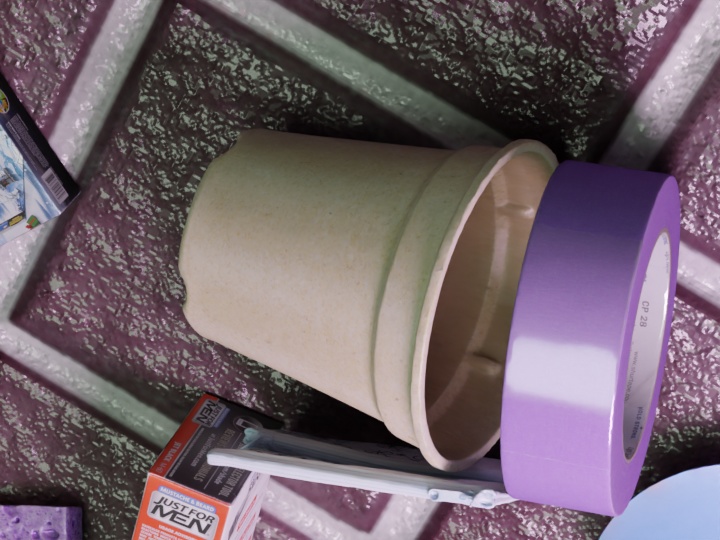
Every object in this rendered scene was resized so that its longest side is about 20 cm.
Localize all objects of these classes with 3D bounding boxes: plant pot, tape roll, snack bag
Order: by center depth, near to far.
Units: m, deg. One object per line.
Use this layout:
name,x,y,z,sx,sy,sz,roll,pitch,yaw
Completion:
tape roll,0.135,0.039,1.502,0.066,0.200,0.200,10,118,14
plant pot,0.000,0.000,1.550,0.183,0.200,0.201,15,120,24
snack bag,0.014,0.120,1.595,0.188,0.200,0.021,8,90,16

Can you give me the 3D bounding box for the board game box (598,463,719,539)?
board game box,0.246,0.198,1.641,0.158,0.039,0.200,-35,106,24

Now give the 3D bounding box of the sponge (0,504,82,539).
sponge,-0.248,0.261,1.789,0.111,0.030,0.200,0,87,19

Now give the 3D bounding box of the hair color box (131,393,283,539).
hair color box,-0.116,0.196,1.717,0.064,0.111,0.200,21,120,7

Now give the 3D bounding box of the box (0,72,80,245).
box,-0.291,-0.097,1.670,0.137,0.040,0.200,-26,105,26
